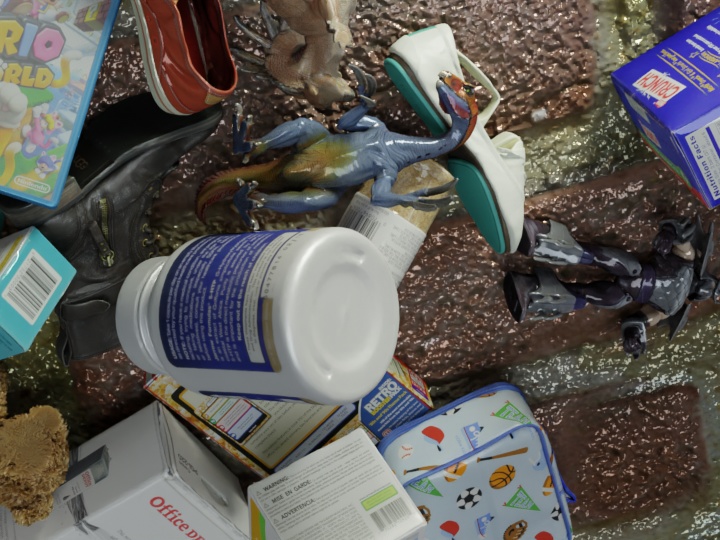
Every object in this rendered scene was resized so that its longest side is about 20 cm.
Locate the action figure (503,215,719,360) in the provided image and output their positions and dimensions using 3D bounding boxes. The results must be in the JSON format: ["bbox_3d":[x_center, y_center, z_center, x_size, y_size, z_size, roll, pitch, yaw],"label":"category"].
[{"bbox_3d":[0.220,0.010,1.061,0.197,0.069,0.132,6,110,-13],"label":"action figure"}]

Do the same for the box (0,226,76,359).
[{"bbox_3d":[-0.304,0.035,0.945,0.198,0.083,0.049,-17,126,37],"label":"box"}]

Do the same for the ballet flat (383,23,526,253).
[{"bbox_3d":[0.091,-0.104,0.996,0.069,0.070,0.201,-29,115,7],"label":"ballet flat"}]

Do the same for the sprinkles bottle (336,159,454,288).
[{"bbox_3d":[0.000,0.000,0.994,0.068,0.068,0.202,29,90,-20],"label":"sprinkles bottle"}]

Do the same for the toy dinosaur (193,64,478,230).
[{"bbox_3d":[-0.009,-0.096,0.934,0.180,0.199,0.107,-13,100,-31],"label":"toy dinosaur"}]

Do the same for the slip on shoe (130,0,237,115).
[{"bbox_3d":[-0.131,-0.209,0.894,0.060,0.074,0.203,0,112,32],"label":"slip on shoe"}]

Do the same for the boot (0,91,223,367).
[{"bbox_3d":[-0.175,-0.031,0.994,0.198,0.069,0.175,-30,132,-12],"label":"boot"}]

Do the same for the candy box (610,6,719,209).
[{"bbox_3d":[0.302,-0.148,0.938,0.198,0.170,0.078,-29,112,8],"label":"candy box"}]

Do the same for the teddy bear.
[{"bbox_3d":[-0.327,0.146,1.030,0.197,0.147,0.067,-9,153,1],"label":"teddy bear"}]

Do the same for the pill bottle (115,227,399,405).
[{"bbox_3d":[-0.081,0.032,0.916,0.198,0.120,0.121,-1,126,41],"label":"pill bottle"}]

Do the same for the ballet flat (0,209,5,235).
[{"bbox_3d":[-0.279,-0.100,0.950,0.071,0.069,0.202,28,111,2],"label":"ballet flat"}]

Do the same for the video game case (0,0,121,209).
[{"bbox_3d":[-0.251,-0.160,0.887,0.141,0.018,0.203,17,83,-11],"label":"video game case"}]

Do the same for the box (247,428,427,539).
[{"bbox_3d":[-0.024,0.245,1.065,0.111,0.102,0.201,-25,147,-21],"label":"box"}]

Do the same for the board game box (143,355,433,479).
[{"bbox_3d":[-0.060,0.097,1.077,0.151,0.046,0.200,-43,113,13],"label":"board game box"}]

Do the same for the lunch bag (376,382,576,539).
[{"bbox_3d":[0.105,0.199,1.114,0.159,0.076,0.201,-26,130,-7],"label":"lunch bag"}]

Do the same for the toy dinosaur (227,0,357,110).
[{"bbox_3d":[-0.052,-0.211,0.918,0.085,0.135,0.203,-26,100,-42],"label":"toy dinosaur"}]

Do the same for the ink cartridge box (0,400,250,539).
[{"bbox_3d":[-0.209,0.219,1.076,0.198,0.085,0.146,-29,135,8],"label":"ink cartridge box"}]
